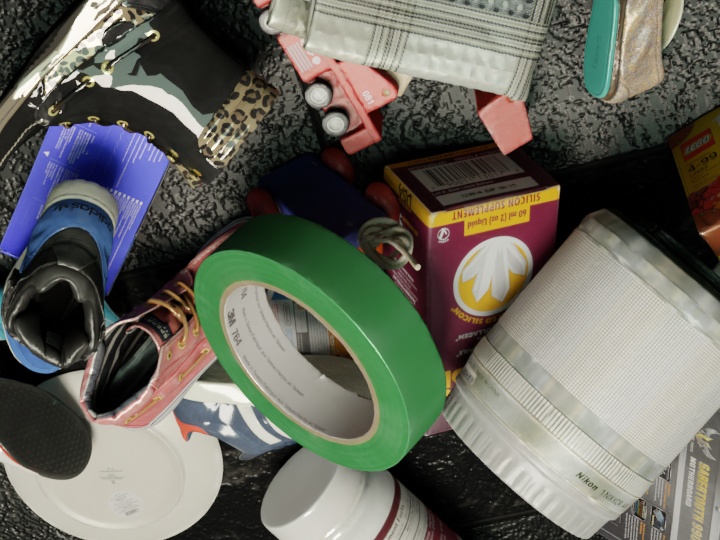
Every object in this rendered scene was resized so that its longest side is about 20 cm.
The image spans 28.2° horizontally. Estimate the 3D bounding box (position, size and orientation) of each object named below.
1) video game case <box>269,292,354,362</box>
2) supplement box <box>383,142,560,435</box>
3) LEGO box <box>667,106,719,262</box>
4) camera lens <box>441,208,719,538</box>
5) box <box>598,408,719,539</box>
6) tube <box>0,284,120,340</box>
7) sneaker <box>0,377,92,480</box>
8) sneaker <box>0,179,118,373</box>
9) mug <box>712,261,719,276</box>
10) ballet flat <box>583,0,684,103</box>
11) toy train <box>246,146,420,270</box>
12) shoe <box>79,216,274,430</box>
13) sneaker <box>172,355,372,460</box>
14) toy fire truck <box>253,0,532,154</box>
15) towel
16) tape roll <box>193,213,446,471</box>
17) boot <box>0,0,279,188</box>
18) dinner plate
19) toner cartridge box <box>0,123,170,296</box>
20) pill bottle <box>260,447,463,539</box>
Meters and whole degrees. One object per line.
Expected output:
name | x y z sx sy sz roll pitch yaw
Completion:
video game case | -0.017 0.074 1.207 0.198 0.018 0.144 -2 121 3
supplement box | 0.082 0.014 1.103 0.110 0.086 0.201 -13 124 -19
LEGO box | 0.333 -0.086 1.015 0.199 0.149 0.077 -32 116 19
camera lens | 0.174 0.069 1.027 0.160 0.160 0.200 38 97 -20
box | 0.244 0.148 1.170 0.158 0.048 0.201 27 133 39
tube | -0.297 0.034 1.167 0.198 0.051 0.078 -3 161 7
sneaker | -0.331 0.119 1.214 0.201 0.068 0.108 28 161 -31
sneaker | -0.231 0.037 1.058 0.076 0.112 0.200 19 134 -14
mug | 0.388 0.066 1.123 0.177 0.134 0.200 -23 122 18
ballet flat | 0.198 -0.213 1.000 0.067 0.068 0.201 -10 129 -15
toy train | 0.000 0.000 1.060 0.084 0.200 0.116 -30 128 -15
shoe | -0.137 0.040 1.106 0.071 0.091 0.200 39 92 12
sneaker | -0.061 0.120 1.186 0.198 0.075 0.085 9 121 9
toy fire truck | 0.026 -0.157 1.041 0.140 0.049 0.201 -25 116 15
towel | 0.047 -0.228 0.972 0.199 0.035 0.194 13 105 -9
tape roll | -0.031 0.054 1.029 0.200 0.048 0.201 29 144 24
boot | -0.168 -0.111 1.015 0.150 0.073 0.200 38 111 -19
dinner plate | -0.222 0.175 1.275 0.198 0.024 0.201 1 123 2
toner cartridge box | -0.199 -0.083 1.099 0.094 0.043 0.201 23 120 -13
pill bottle | 0.014 0.244 1.255 0.114 0.114 0.200 -36 114 22
